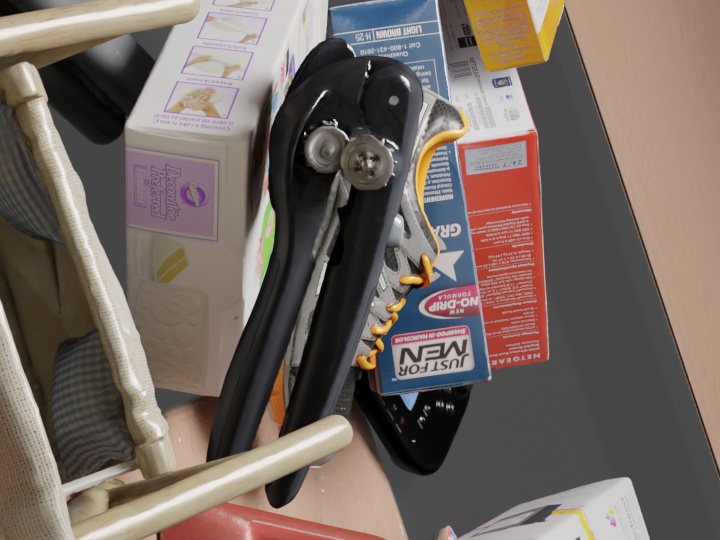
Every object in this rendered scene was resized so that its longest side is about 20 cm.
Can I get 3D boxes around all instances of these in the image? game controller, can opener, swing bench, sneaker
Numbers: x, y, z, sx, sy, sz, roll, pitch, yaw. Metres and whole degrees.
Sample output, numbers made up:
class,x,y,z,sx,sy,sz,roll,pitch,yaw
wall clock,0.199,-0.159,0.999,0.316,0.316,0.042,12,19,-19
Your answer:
class,x,y,z,sx,sy,sz,roll,pitch,yaw
game controller,0.006,0.021,1.119,0.200,0.042,0.104,59,26,-25
can opener,-0.018,0.004,0.821,0.079,0.063,0.201,-91,-168,-83
can opener,-0.153,-0.135,0.867,0.200,0.053,0.067,45,34,-48
swing bench,-0.128,0.009,0.727,0.200,0.129,0.200,-19,91,-62
sneaker,0.000,0.000,0.953,0.078,0.077,0.201,-46,147,-84

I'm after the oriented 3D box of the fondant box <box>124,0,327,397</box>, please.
class,x,y,z,sx,sy,sz,roll,pitch,yaw
fondant box,-0.060,-0.059,0.930,0.200,0.058,0.145,-76,172,-53

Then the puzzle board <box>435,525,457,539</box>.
class,x,y,z,sx,sy,sz,roll,pitch,yaw
puzzle board,0.070,0.265,1.112,0.151,0.017,0.200,58,27,-27

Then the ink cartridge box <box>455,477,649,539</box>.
class,x,y,z,sx,sy,sz,roll,pitch,yaw
ink cartridge box,0.115,0.211,1.127,0.200,0.085,0.148,-11,84,-69

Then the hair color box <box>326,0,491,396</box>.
class,x,y,z,sx,sy,sz,roll,pitch,yaw
hair color box,0.022,-0.037,1.039,0.100,0.060,0.201,134,-52,-87

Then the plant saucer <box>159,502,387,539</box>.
class,x,y,z,sx,sy,sz,roll,pitch,yaw
plant saucer,-0.013,0.208,0.930,0.200,0.037,0.200,23,52,-55

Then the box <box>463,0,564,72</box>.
class,x,y,z,sx,sy,sz,roll,pitch,yaw
box,0.067,-0.224,1.070,0.119,0.041,0.201,-67,141,-55

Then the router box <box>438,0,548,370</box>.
class,x,y,z,sx,sy,sz,roll,pitch,yaw
router box,0.067,-0.073,1.184,0.200,0.049,0.180,-101,-177,-47
